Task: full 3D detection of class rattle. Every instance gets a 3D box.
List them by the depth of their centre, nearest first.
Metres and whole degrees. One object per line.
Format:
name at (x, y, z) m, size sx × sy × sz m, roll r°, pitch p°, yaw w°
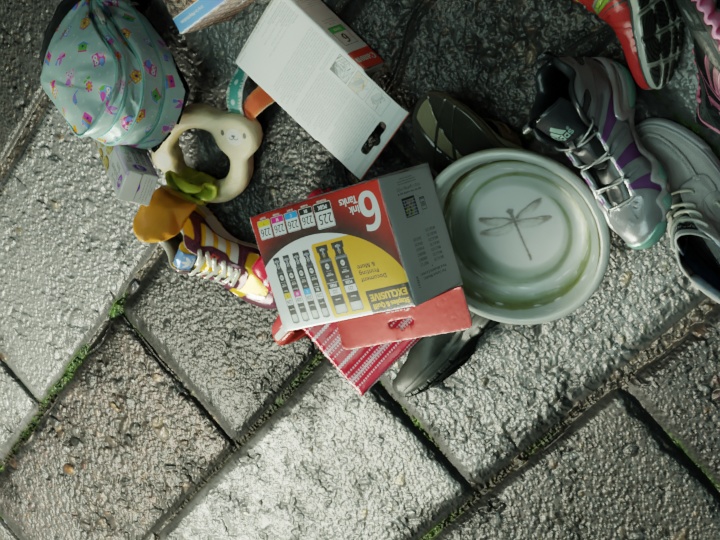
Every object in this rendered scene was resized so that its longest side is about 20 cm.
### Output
rattle at (-0.181, -0.139, 1.460) m, size 0.200 × 0.143 × 0.131 m, roll -32°, pitch 88°, yaw 39°

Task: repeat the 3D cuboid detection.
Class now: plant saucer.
plant saucer at (0.160, -0.041, 1.297) m, size 0.199 × 0.050 × 0.201 m, roll 10°, pitch 122°, yaw 16°

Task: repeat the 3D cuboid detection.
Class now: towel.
towel at (-0.021, 0.023, 1.418) m, size 0.200 × 0.022 × 0.145 m, roll 48°, pitch 116°, yaw 10°

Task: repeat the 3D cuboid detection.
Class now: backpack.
backpack at (-0.289, -0.225, 1.466) m, size 0.200 × 0.126 × 0.167 m, roll 53°, pitch 128°, yaw 31°

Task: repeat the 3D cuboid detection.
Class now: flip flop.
flip flop at (0.143, -0.121, 1.321) m, size 0.199 × 0.058 × 0.081 m, roll 28°, pitch 127°, yaw 1°

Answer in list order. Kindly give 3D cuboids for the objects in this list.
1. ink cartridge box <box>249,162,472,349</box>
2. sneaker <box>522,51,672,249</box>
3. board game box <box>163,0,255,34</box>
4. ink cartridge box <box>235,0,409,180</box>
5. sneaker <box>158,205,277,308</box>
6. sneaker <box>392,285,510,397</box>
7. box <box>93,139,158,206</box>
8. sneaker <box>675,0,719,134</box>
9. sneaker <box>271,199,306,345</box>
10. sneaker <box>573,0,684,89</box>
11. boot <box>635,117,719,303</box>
ink cartridge box at (0.000, 0.000, 1.314) m, size 0.199 × 0.084 × 0.177 m, roll -14°, pitch 95°, yaw 45°
sneaker at (0.208, -0.115, 1.185) m, size 0.078 × 0.139 × 0.201 m, roll -38°, pitch 59°, yaw 43°
board game box at (-0.165, -0.388, 1.374) m, size 0.159 × 0.097 × 0.201 m, roll -27°, pitch 94°, yaw 36°
ink cartridge box at (-0.034, -0.209, 1.396) m, size 0.200 × 0.050 × 0.109 m, roll 44°, pitch 125°, yaw 8°
sneaker at (-0.180, -0.011, 1.540) m, size 0.200 × 0.090 × 0.075 m, roll 35°, pitch 124°, yaw 16°
sneaker at (0.094, 0.061, 1.420) m, size 0.091 × 0.076 × 0.200 m, roll 47°, pitch 117°, yaw 15°
box at (-0.283, -0.138, 1.509) m, size 0.042 × 0.039 × 0.200 m, roll -67°, pitch 29°, yaw 20°
sneaker at (0.337, -0.174, 1.172) m, size 0.095 × 0.079 × 0.201 m, roll -30°, pitch 91°, yaw 48°
sneaker at (-0.061, -0.012, 1.488) m, size 0.116 × 0.078 × 0.200 m, roll 49°, pitch 114°, yaw 16°
sneaker at (0.241, -0.263, 1.199) m, size 0.085 × 0.077 × 0.201 m, roll -19°, pitch 92°, yaw 47°
boot at (0.319, -0.056, 1.208) m, size 0.200 × 0.095 × 0.074 m, roll 50°, pitch 126°, yaw 5°
